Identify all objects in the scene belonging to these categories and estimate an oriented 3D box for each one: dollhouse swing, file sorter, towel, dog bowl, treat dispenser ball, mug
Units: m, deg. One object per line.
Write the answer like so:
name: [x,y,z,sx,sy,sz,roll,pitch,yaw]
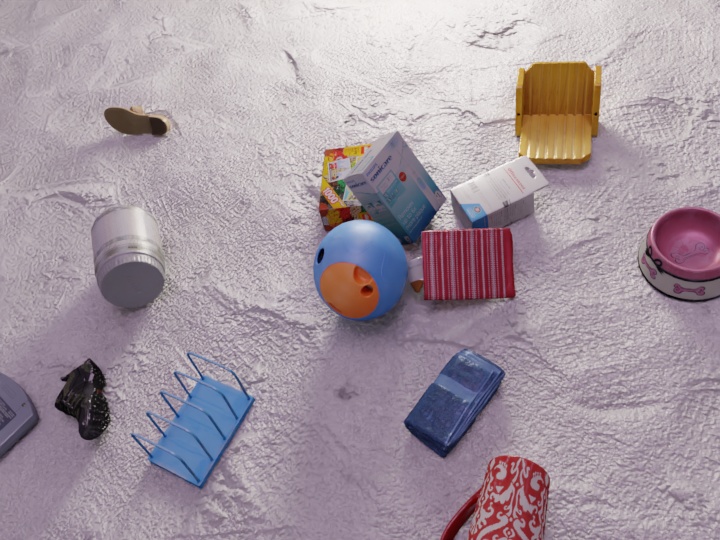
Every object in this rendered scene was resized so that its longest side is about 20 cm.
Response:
dollhouse swing: [0.459,-0.371,1.721,0.194,0.186,0.177,4,32,16]
file sorter: [-0.324,0.282,1.424,0.136,0.124,0.202,16,57,24]
towel: [0.224,-0.013,1.523,0.194,0.023,0.149,-2,81,-2]
dog bowl: [0.658,-0.041,1.461,0.194,0.075,0.204,-7,51,9]
treat dispenser ball: [0.000,0.000,1.512,0.195,0.203,0.205,-7,50,8]
mug: [0.216,0.410,1.182,0.173,0.135,0.203,10,51,19]
towel: [0.175,0.240,1.377,0.110,0.049,0.200,28,63,32]

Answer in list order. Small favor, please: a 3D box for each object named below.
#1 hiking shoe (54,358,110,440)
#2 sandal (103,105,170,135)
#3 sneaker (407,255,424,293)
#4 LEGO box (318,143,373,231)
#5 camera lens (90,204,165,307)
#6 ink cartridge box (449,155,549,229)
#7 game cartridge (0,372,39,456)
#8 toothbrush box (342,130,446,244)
hiking shoe: [-0.583,0.283,1.532,0.099,0.076,0.202,-28,41,2]
sandal: [-0.631,-0.437,2.120,0.206,0.079,0.070,11,35,15]
sneaker: [0.193,-0.001,1.567,0.195,0.073,0.087,-16,82,-8]
LEGO box: [-0.016,-0.200,1.757,0.144,0.078,0.204,-6,51,10]
camera lens: [-0.539,-0.038,1.707,0.156,0.162,0.203,-21,50,-3]
ink cartridge box: [0.313,-0.164,1.650,0.196,0.067,0.117,-24,50,-5]
game cartridge: [-0.782,0.302,1.582,0.198,0.042,0.133,30,60,32]
toothbrush box: [0.078,-0.180,1.631,0.147,0.201,0.084,-50,22,-26]
